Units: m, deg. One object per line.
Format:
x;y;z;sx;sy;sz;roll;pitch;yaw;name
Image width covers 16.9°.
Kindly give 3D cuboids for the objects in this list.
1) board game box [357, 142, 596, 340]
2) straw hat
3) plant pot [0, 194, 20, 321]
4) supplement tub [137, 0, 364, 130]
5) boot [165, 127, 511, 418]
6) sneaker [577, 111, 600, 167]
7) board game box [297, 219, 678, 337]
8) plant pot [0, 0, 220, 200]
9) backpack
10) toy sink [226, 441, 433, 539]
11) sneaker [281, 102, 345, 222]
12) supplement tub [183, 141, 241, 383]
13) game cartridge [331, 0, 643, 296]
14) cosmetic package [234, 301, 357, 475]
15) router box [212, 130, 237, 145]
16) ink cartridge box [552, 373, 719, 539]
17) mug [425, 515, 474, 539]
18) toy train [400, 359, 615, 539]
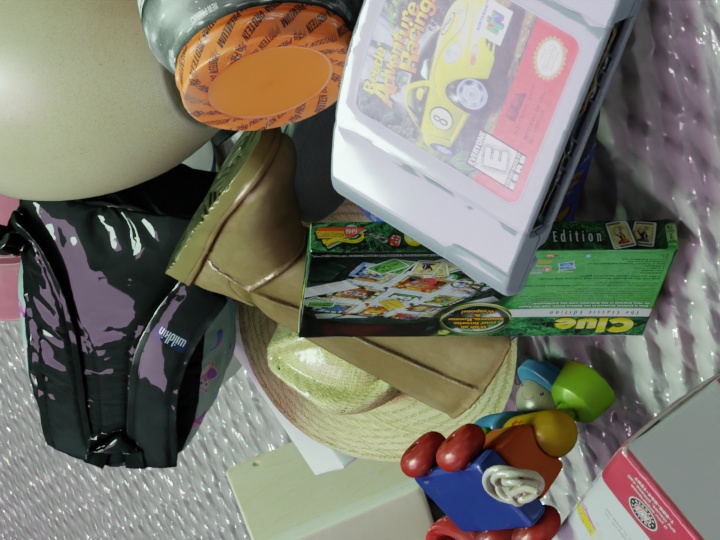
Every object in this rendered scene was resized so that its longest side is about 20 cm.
0.063;-0.055;1.426;0.135;0.045;0.200;47;157;19;board game box
-0.007;0.049;1.536;0.200;0.085;0.203;9;111;22;straw hat
-0.279;-0.084;1.929;0.200;0.199;0.180;31;133;46;plant pot
-0.067;-0.186;1.311;0.123;0.122;0.201;105;154;-63;supplement tub
0.000;0.000;1.407;0.199;0.066;0.175;27;155;-7;boot
0.060;-0.136;1.301;0.201;0.074;0.081;59;168;6;sneaker
0.067;0.006;1.333;0.105;0.198;0.024;101;168;-59;board game box
-0.139;-0.135;1.429;0.134;0.201;0.201;8;133;33;plant pot
-0.145;0.028;1.571;0.166;0.127;0.201;12;121;17;backpack
-0.006;0.225;1.828;0.112;0.130;0.201;-119;8;-53;toy sink
-0.031;-0.126;1.420;0.072;0.072;0.201;36;127;40;sneaker
-0.161;-0.012;1.821;0.145;0.145;0.201;35;150;41;supplement tub
0.059;-0.102;1.228;0.133;0.041;0.201;33;119;24;game cartridge
-0.036;0.029;1.667;0.201;0.107;0.085;54;163;0;cosmetic package
-0.092;-0.180;1.560;0.158;0.052;0.200;55;158;-1;router box
0.199;0.168;1.410;0.148;0.085;0.200;50;159;12;ink cartridge box
0.103;0.278;1.701;0.199;0.134;0.178;28;164;43;mug
0.110;0.101;1.449;0.085;0.116;0.200;46;162;-6;toy train
